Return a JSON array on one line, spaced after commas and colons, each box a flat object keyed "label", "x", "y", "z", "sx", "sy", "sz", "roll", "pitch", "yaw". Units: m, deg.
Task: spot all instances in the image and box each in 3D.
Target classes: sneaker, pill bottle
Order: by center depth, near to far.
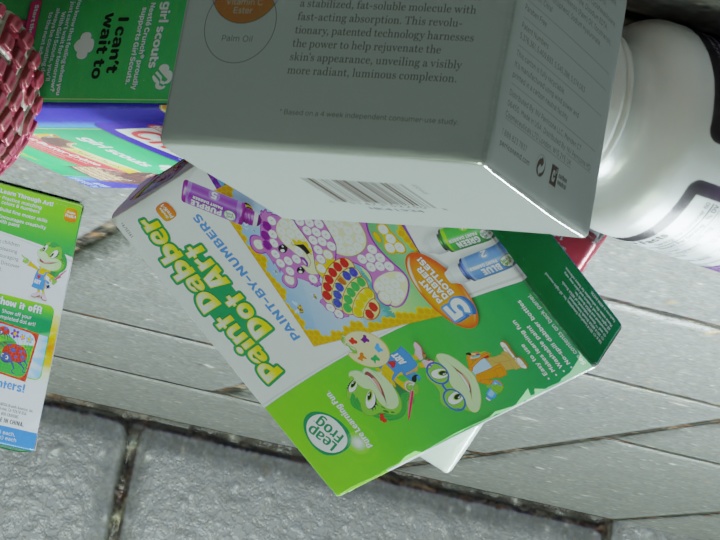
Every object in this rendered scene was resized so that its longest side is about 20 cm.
[{"label": "pill bottle", "x": 0.169, "y": -0.062, "z": 1.306, "sx": 0.199, "sy": 0.112, "sz": 0.111, "roll": 17, "pitch": 167, "yaw": -29}, {"label": "sneaker", "x": -0.233, "y": -0.129, "z": 1.348, "sx": 0.074, "sy": 0.081, "sz": 0.200, "roll": 9, "pitch": 139, "yaw": 39}]

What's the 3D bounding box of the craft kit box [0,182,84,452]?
[{"label": "craft kit box", "x": -0.326, "y": 0.022, "z": 1.968, "sx": 0.199, "sy": 0.199, "sz": 0.048, "roll": 15, "pitch": 171, "yaw": -22}]

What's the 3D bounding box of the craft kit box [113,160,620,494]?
[{"label": "craft kit box", "x": 0.000, "y": 0.000, "z": 1.344, "sx": 0.197, "sy": 0.049, "sz": 0.200, "roll": -30, "pitch": 104, "yaw": 42}]

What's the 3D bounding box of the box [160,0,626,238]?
[{"label": "box", "x": 0.023, "y": -0.122, "z": 0.898, "sx": 0.124, "sy": 0.201, "sz": 0.097, "roll": 5, "pitch": 168, "yaw": 27}]

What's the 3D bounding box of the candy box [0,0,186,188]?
[{"label": "candy box", "x": -0.122, "y": -0.100, "z": 1.470, "sx": 0.199, "sy": 0.077, "sz": 0.169, "roll": 1, "pitch": 166, "yaw": 35}]

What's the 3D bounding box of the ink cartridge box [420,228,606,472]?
[{"label": "ink cartridge box", "x": 0.041, "y": -0.007, "z": 1.411, "sx": 0.145, "sy": 0.083, "sz": 0.200, "roll": 32, "pitch": 131, "yaw": 3}]
